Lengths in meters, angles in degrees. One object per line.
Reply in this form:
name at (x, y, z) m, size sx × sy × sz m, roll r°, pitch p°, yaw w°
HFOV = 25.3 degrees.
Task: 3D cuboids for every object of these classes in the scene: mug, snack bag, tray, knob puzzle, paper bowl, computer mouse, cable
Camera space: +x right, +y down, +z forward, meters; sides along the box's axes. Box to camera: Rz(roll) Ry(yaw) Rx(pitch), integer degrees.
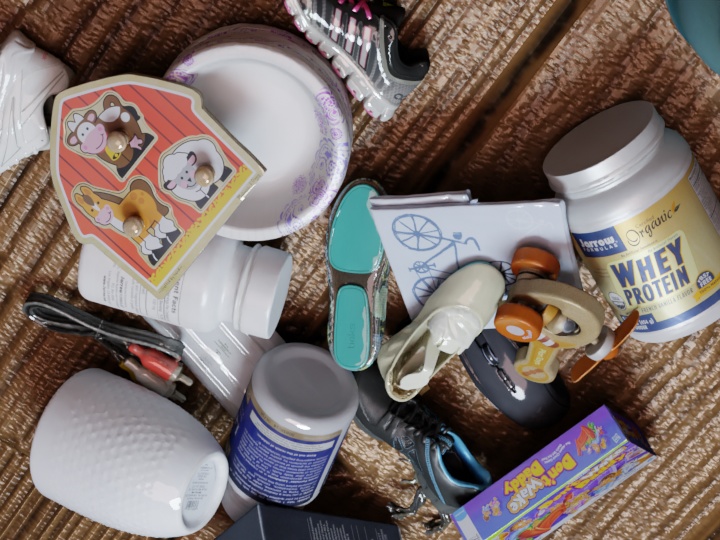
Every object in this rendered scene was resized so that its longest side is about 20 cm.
mug at (-0.225, 0.209, 1.704) m, size 0.174 × 0.200 × 0.149 m, roll 20°, pitch 77°, yaw 25°
snack bag at (0.122, -0.009, 1.578) m, size 0.197 × 0.022 × 0.190 m, roll -2°, pitch 137°, yaw 20°
tray at (-0.148, 0.079, 1.720) m, size 0.107 × 0.022 × 0.200 m, roll -34°, pitch 108°, yaw 20°
knob puzzle at (-0.215, -0.096, 1.520) m, size 0.217 × 0.030 × 0.223 m, roll 4°, pitch 109°, yaw 13°
paper bowl at (-0.105, -0.140, 1.567) m, size 0.198 × 0.105 × 0.203 m, roll 2°, pitch 116°, yaw 4°
computer mouse at (0.124, 0.112, 1.698) m, size 0.140 × 0.046 × 0.201 m, roll -30°, pitch 110°, yaw 17°
cable at (-0.265, 0.078, 1.702) m, size 0.198 × 0.051 × 0.097 m, roll 25°, pitch 152°, yaw -12°

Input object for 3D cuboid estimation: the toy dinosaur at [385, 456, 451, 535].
toy dinosaur at (0.085, 0.248, 1.769) m, size 0.199 × 0.048 × 0.088 m, roll 39°, pitch 106°, yaw -17°

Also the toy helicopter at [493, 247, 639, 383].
toy helicopter at (0.194, 0.064, 1.574) m, size 0.131 × 0.080 × 0.201 m, roll 17°, pitch 155°, yaw 5°

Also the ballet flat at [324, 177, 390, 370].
ballet flat at (0.000, 0.000, 1.643) m, size 0.073 × 0.074 × 0.203 m, roll 8°, pitch 105°, yaw 1°

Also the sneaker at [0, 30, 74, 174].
sneaker at (-0.349, -0.133, 1.608) m, size 0.099 × 0.078 × 0.201 m, roll 26°, pitch 116°, yaw -11°

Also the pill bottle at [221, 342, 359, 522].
pill bottle at (-0.081, 0.182, 1.694) m, size 0.114 × 0.116 × 0.201 m, roll 19°, pitch 131°, yaw -4°

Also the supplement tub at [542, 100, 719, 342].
supplement tub at (0.275, -0.047, 1.555) m, size 0.143 × 0.145 × 0.201 m, roll -28°, pitch 110°, yaw 17°

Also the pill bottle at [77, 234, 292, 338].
pill bottle at (-0.174, -0.001, 1.620) m, size 0.198 × 0.115 × 0.116 m, roll 16°, pitch 116°, yaw 6°

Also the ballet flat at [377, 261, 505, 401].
ballet flat at (0.080, 0.069, 1.608) m, size 0.069 × 0.070 × 0.200 m, roll 31°, pitch 135°, yaw -10°

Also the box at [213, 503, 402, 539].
box at (-0.065, 0.341, 1.727) m, size 0.198 × 0.108 × 0.148 m, roll 15°, pitch 138°, yaw -38°

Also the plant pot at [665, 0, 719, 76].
plant pot at (0.376, -0.243, 1.430) m, size 0.197 × 0.188 × 0.202 m, roll 2°, pitch 116°, yaw 5°

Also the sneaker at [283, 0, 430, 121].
sneaker at (-0.004, -0.240, 1.529) m, size 0.087 × 0.074 × 0.200 m, roll -33°, pitch 113°, yaw 18°

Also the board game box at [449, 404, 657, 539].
board game box at (0.205, 0.226, 1.687) m, size 0.199 × 0.134 × 0.045 m, roll -38°, pitch 65°, yaw 12°

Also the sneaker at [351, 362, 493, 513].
sneaker at (0.064, 0.166, 1.692) m, size 0.200 × 0.073 × 0.082 m, roll 46°, pitch 151°, yaw -6°
